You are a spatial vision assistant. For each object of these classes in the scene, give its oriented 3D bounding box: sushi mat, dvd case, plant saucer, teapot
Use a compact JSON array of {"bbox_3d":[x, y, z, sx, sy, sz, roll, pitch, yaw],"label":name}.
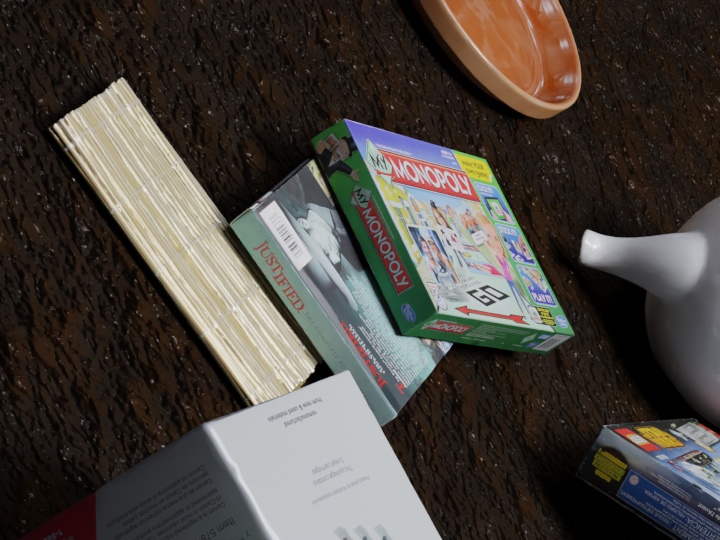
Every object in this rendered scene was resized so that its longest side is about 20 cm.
[{"bbox_3d":[-0.092,-0.012,1.596,0.200,0.012,0.096,54,26,-6],"label":"sushi mat"},{"bbox_3d":[0.000,0.000,1.716,0.146,0.022,0.200,55,21,-5],"label":"dvd case"},{"bbox_3d":[0.085,-0.195,2.076,0.200,0.032,0.200,41,31,-32],"label":"plant saucer"},{"bbox_3d":[0.271,0.030,2.036,0.197,0.146,0.200,-31,112,-39],"label":"teapot"}]

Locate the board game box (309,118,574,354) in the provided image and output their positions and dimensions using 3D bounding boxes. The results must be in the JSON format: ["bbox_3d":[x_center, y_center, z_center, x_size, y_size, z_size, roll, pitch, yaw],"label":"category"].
[{"bbox_3d":[0.053,-0.018,1.785,0.200,0.029,0.135,10,52,-62],"label":"board game box"}]

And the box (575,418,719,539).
[{"bbox_3d":[0.230,0.146,1.849,0.137,0.040,0.200,33,11,20],"label":"box"}]

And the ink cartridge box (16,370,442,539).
[{"bbox_3d":[-0.041,0.174,1.331,0.200,0.145,0.145,62,26,6],"label":"ink cartridge box"}]
